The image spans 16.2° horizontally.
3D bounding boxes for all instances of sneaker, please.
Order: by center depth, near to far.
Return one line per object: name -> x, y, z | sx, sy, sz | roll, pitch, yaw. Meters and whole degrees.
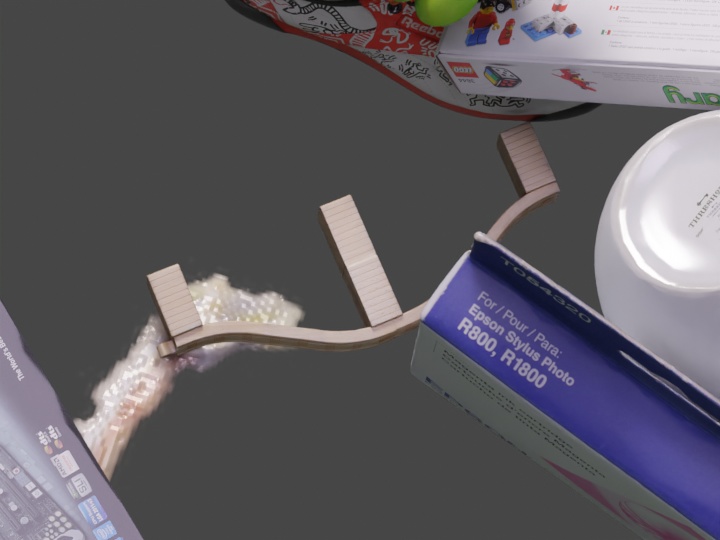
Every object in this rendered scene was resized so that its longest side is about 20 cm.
sneaker -> 0.028, -0.128, 1.145 | 0.200, 0.108, 0.068 | 19, 76, 1

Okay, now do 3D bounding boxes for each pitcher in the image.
pitcher -> 0.186, -0.004, 1.064 | 0.121, 0.200, 0.172 | 33, 81, 33

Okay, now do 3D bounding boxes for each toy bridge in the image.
toy bridge -> 0.000, 0.000, 1.153 | 0.199, 0.027, 0.067 | -23, 79, -8

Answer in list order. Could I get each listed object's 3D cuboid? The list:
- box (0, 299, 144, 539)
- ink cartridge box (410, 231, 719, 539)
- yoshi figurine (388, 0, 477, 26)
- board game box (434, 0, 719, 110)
box -> -0.204, 0.088, 1.108 | 0.157, 0.050, 0.201 | -30, 80, -10
ink cartridge box -> 0.110, 0.072, 1.053 | 0.196, 0.200, 0.043 | 36, 83, 6
yoshi figurine -> 0.063, -0.192, 1.049 | 0.112, 0.112, 0.201 | 9, 55, 11
board game box -> 0.141, -0.130, 1.069 | 0.199, 0.035, 0.127 | 7, 63, 31
